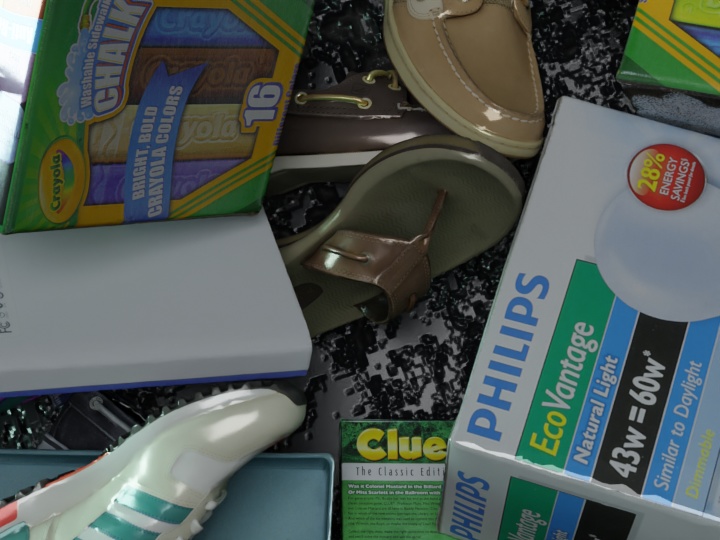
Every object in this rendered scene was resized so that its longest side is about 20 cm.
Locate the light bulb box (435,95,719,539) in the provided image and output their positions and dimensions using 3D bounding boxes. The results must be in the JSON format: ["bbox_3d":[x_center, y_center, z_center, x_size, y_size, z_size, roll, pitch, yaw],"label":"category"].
[{"bbox_3d":[0.159,0.048,0.899,0.200,0.125,0.198,16,63,8],"label":"light bulb box"}]

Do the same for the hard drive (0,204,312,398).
[{"bbox_3d":[-0.136,0.006,0.893,0.200,0.025,0.132,-3,41,-18],"label":"hard drive"}]

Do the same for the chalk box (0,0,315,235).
[{"bbox_3d":[-0.141,-0.098,0.862,0.124,0.200,0.124,32,115,37],"label":"chalk box"}]

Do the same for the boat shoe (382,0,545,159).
[{"bbox_3d":[0.051,-0.140,0.951,0.065,0.071,0.200,-55,42,35],"label":"boat shoe"}]

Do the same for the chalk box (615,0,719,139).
[{"bbox_3d":[0.241,-0.110,0.889,0.200,0.125,0.124,12,80,21],"label":"chalk box"}]

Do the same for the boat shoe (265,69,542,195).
[{"bbox_3d":[-0.006,-0.076,0.991,0.200,0.072,0.060,-5,83,11],"label":"boat shoe"}]

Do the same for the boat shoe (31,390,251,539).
[{"bbox_3d":[-0.073,0.120,0.969,0.200,0.072,0.068,28,86,17],"label":"boat shoe"}]

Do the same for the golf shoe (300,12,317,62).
[{"bbox_3d":[-0.107,-0.175,1.007,0.200,0.094,0.078,36,97,-1],"label":"golf shoe"}]

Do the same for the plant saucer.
[{"bbox_3d":[-0.107,0.124,0.932,0.200,0.019,0.070,-1,80,17],"label":"plant saucer"}]

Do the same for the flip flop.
[{"bbox_3d":[0.000,0.000,0.941,0.200,0.081,0.058,-29,38,28],"label":"flip flop"}]

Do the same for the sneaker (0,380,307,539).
[{"bbox_3d":[-0.100,0.126,0.889,0.200,0.070,0.093,-29,81,11],"label":"sneaker"}]

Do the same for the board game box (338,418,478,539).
[{"bbox_3d":[0.089,0.125,0.942,0.200,0.023,0.105,1,62,-2],"label":"board game box"}]

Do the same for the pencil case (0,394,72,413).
[{"bbox_3d":[-0.220,-0.015,0.995,0.092,0.085,0.200,-29,79,15],"label":"pencil case"}]
